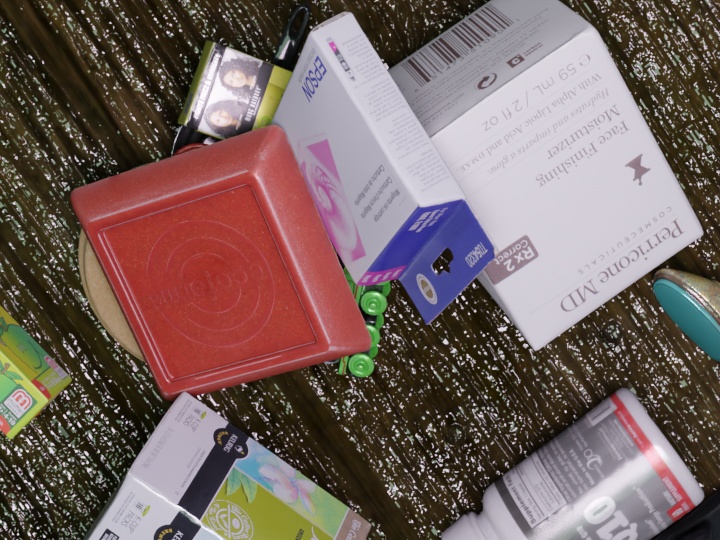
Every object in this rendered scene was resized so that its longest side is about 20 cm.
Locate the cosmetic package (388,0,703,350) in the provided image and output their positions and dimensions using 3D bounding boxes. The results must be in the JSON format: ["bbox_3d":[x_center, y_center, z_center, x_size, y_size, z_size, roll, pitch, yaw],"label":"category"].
[{"bbox_3d":[0.131,-0.085,1.297,0.164,0.165,0.201,-34,116,1],"label":"cosmetic package"}]

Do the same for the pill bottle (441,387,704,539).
[{"bbox_3d":[0.174,0.200,1.382,0.199,0.114,0.114,-37,94,5],"label":"pill bottle"}]

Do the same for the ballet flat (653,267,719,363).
[{"bbox_3d":[0.325,0.062,1.395,0.071,0.071,0.200,-41,93,5],"label":"ballet flat"}]

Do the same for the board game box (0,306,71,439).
[{"bbox_3d":[-0.333,0.043,1.384,0.048,0.102,0.200,-43,94,6],"label":"board game box"}]

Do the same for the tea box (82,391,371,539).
[{"bbox_3d":[-0.131,0.250,1.355,0.196,0.134,0.201,34,119,-3],"label":"tea box"}]

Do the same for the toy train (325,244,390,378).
[{"bbox_3d":[0.000,0.000,1.373,0.056,0.042,0.202,12,118,1],"label":"toy train"}]

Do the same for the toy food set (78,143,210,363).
[{"bbox_3d":[-0.139,-0.004,1.376,0.198,0.049,0.200,-9,112,19],"label":"toy food set"}]

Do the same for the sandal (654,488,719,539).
[{"bbox_3d":[0.275,0.240,1.360,0.200,0.048,0.076,-37,118,-33],"label":"sandal"}]

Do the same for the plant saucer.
[{"bbox_3d":[-0.116,0.006,1.326,0.197,0.037,0.202,-15,111,22],"label":"plant saucer"}]

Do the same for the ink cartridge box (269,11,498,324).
[{"bbox_3d":[0.009,-0.061,1.226,0.043,0.196,0.201,-27,81,-19],"label":"ink cartridge box"}]

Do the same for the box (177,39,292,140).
[{"bbox_3d":[-0.044,-0.119,1.363,0.198,0.050,0.076,20,94,-17],"label":"box"}]

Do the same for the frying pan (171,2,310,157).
[{"bbox_3d":[-0.101,-0.127,1.392,0.113,0.031,0.193,1,93,-8],"label":"frying pan"}]
